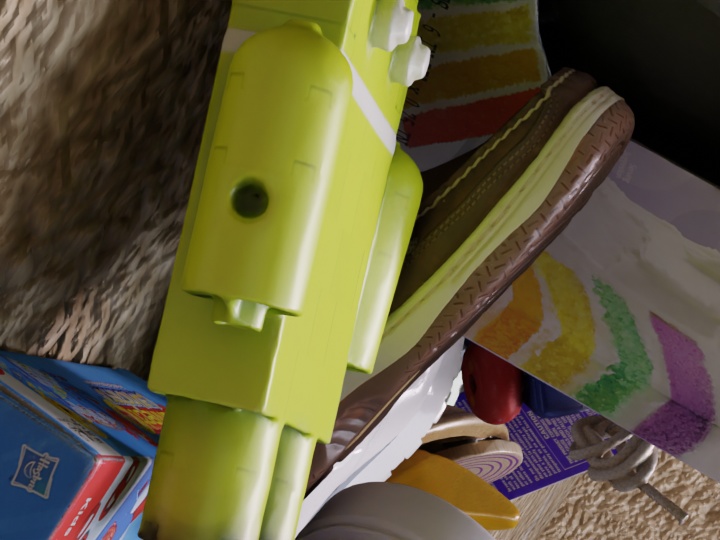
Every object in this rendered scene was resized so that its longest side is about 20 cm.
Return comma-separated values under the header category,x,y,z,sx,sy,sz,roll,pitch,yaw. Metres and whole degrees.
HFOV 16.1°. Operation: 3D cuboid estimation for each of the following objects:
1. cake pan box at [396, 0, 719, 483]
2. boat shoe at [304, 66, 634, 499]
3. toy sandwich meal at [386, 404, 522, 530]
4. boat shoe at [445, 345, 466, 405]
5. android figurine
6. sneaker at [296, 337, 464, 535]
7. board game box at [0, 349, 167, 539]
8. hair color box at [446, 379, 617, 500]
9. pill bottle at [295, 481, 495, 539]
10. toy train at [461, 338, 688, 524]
category,x,y,z,sx,sy,sz,roll,pitch,yaw
cake pan box,0.090,-0.043,0.824,0.052,0.184,0.200,-49,164,-44
boat shoe,-0.002,0.002,0.807,0.202,0.075,0.075,-47,175,22
toy sandwich meal,-0.016,0.131,1.033,0.205,0.070,0.205,-28,161,-11
boat shoe,0.014,0.027,1.097,0.068,0.072,0.200,20,114,-41
android figurine,-0.014,-0.020,0.683,0.182,0.041,0.200,53,51,-78
sneaker,-0.026,0.048,0.913,0.200,0.076,0.081,-58,156,-14
board game box,-0.121,0.121,0.708,0.200,0.056,0.196,-58,170,1
hair color box,0.072,0.054,1.158,0.200,0.065,0.109,-25,-165,41
pill bottle,-0.027,0.160,0.791,0.200,0.112,0.112,-49,167,-42
toy train,0.080,-0.001,0.950,0.200,0.085,0.116,-135,-142,-60
